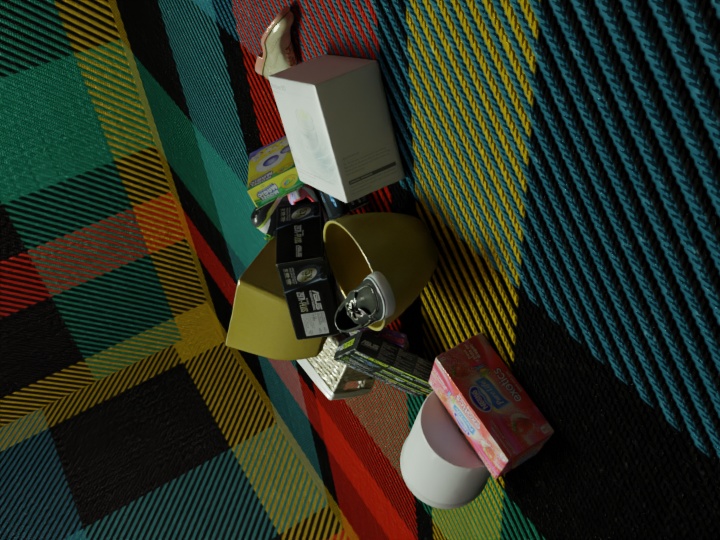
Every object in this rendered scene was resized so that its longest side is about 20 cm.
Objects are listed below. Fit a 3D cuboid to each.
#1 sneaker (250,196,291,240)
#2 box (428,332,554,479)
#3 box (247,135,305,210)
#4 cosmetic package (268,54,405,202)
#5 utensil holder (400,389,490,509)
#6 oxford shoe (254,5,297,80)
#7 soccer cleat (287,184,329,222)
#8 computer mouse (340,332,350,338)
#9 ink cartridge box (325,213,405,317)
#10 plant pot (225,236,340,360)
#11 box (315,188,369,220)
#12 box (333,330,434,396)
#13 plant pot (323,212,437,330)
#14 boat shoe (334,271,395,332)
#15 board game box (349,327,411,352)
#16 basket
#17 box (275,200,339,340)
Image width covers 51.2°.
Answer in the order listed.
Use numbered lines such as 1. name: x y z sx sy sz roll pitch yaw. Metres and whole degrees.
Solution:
1. sneaker: -0.152 -0.154 1.612 0.083 0.200 0.072 39 -177 -24
2. box: 0.207 0.219 1.220 0.200 0.094 0.103 55 160 25
3. box: -0.173 -0.204 1.543 0.048 0.117 0.200 58 -168 -35
4. cosmetic package: -0.042 -0.244 1.262 0.199 0.122 0.201 32 141 58
5. utensil holder: 0.167 0.312 1.335 0.170 0.169 0.200 55 157 25
6. oxford shoe: -0.145 -0.423 1.424 0.074 0.071 0.200 38 159 -1
7. soccer cleat: -0.092 -0.105 1.574 0.200 0.066 0.077 57 -167 -38
8. computer mouse: -0.009 0.101 1.609 0.059 0.034 0.200 50 -163 -4
9. ink cartridge box: 0.000 0.000 1.512 0.146 0.082 0.201 29 141 60
10. plant pot: -0.149 0.076 1.619 0.199 0.195 0.196 22 127 6
11. box: -0.062 -0.206 1.475 0.201 0.046 0.159 67 162 -6
12. box: 0.059 0.187 1.480 0.199 0.048 0.193 25 161 -7
13. plant pot: 0.047 -0.019 1.274 0.200 0.141 0.201 53 159 31
14. boat shoe: 0.004 0.059 1.177 0.069 0.056 0.200 61 161 10
15. board game box: 0.041 0.146 1.500 0.119 0.032 0.200 14 162 13
16. basket: -0.055 0.187 1.755 0.200 0.135 0.124 44 121 36
17. box: -0.097 0.002 1.407 0.164 0.086 0.201 -96 -3 -48
